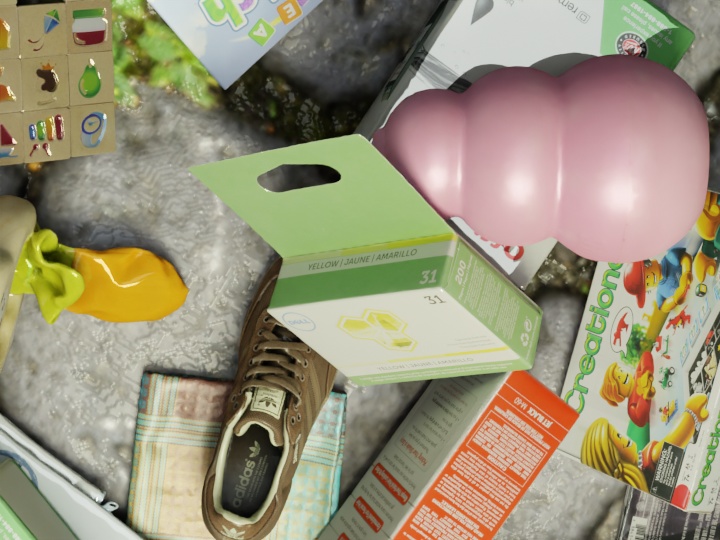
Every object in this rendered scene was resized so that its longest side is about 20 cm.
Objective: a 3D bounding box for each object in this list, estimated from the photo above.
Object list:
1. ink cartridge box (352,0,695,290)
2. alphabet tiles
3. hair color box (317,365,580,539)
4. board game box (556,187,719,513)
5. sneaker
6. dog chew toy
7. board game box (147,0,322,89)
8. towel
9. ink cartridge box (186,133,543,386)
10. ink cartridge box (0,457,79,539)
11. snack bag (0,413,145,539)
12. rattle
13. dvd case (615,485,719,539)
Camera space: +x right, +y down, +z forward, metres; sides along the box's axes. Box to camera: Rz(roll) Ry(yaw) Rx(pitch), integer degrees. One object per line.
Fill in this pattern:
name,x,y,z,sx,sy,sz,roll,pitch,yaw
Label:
ink cartridge box,0.099,-0.110,1.200,0.145,0.084,0.201,33,93,-9
alphabet tiles,-0.244,-0.146,1.146,0.198,0.008,0.169,-9,107,-33
hair color box,0.048,0.148,1.204,0.064,0.111,0.201,37,89,-16
board game box,0.202,0.043,1.212,0.034,0.126,0.202,10,97,-42
sneaker,-0.052,0.083,1.198,0.070,0.076,0.202,14,82,-5
dog chew toy,0.106,-0.068,1.106,0.198,0.125,0.126,1,97,1
board game box,-0.094,-0.236,1.155,0.151,0.037,0.200,-42,123,1
towel,-0.088,0.174,1.251,0.145,0.022,0.202,6,96,-7
ink cartridge box,0.000,0.000,1.125,0.200,0.144,0.048,40,55,-40
ink cartridge box,-0.262,0.243,1.183,0.200,0.088,0.146,-40,94,3
snack bag,-0.226,0.221,1.235,0.199,0.021,0.189,37,95,-4
rattle,-0.193,0.036,1.133,0.142,0.200,0.131,31,94,-8
dvd case,0.282,0.166,1.286,0.198,0.016,0.150,11,95,-6
